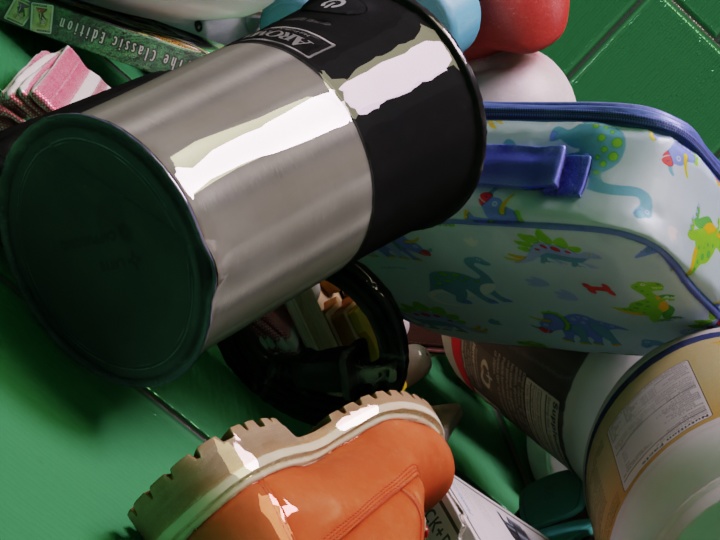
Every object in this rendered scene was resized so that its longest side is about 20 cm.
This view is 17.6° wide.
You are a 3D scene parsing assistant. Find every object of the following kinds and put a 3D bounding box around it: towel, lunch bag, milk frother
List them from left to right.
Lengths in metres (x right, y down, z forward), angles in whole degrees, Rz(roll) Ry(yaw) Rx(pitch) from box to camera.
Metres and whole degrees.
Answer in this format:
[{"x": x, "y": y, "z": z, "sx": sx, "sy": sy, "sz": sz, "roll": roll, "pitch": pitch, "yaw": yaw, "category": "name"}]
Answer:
[{"x": -0.105, "y": -0.033, "z": 1.213, "sx": 0.200, "sy": 0.030, "sz": 0.146, "roll": 45, "pitch": 11, "yaw": -9, "category": "towel"}, {"x": -0.053, "y": 0.002, "z": 1.010, "sx": 0.188, "sy": 0.180, "sz": 0.201, "roll": -30, "pitch": 104, "yaw": -44, "category": "milk frother"}, {"x": 0.085, "y": -0.023, "z": 1.122, "sx": 0.199, "sy": 0.083, "sz": 0.161, "roll": 3, "pitch": -22, "yaw": 32, "category": "lunch bag"}]

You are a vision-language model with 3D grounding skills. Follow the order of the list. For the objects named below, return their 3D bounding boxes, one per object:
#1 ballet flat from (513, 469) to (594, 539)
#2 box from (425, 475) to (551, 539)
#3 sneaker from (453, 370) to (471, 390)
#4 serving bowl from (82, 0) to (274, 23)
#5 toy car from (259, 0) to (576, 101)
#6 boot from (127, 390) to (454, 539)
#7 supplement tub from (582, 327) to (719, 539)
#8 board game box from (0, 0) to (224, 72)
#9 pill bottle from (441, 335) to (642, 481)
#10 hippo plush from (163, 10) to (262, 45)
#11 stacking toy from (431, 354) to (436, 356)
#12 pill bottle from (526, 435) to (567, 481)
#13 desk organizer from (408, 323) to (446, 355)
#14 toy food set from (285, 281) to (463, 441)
[{"x": 0.103, "y": 0.152, "z": 1.177, "sx": 0.071, "sy": 0.071, "sz": 0.200, "roll": 44, "pitch": 12, "yaw": 2, "category": "ballet flat"}, {"x": 0.090, "y": 0.175, "z": 1.030, "sx": 0.200, "sy": 0.060, "sz": 0.117, "roll": 36, "pitch": 13, "yaw": -38, "category": "box"}, {"x": 0.134, "y": -0.009, "z": 1.479, "sx": 0.067, "sy": 0.200, "sz": 0.090, "roll": 38, "pitch": 30, "yaw": -21, "category": "sneaker"}, {"x": -0.134, "y": -0.189, "z": 1.375, "sx": 0.199, "sy": 0.066, "sz": 0.200, "roll": 15, "pitch": 11, "yaw": -3, "category": "serving bowl"}, {"x": 0.066, "y": -0.117, "z": 1.463, "sx": 0.184, "sy": 0.176, "sz": 0.201, "roll": -37, "pitch": 117, "yaw": -45, "category": "toy car"}, {"x": -0.002, "y": 0.110, "z": 0.909, "sx": 0.107, "sy": 0.075, "sz": 0.200, "roll": 49, "pitch": 24, "yaw": 14, "category": "boot"}, {"x": 0.175, "y": 0.116, "z": 1.020, "sx": 0.144, "sy": 0.144, "sz": 0.200, "roll": 42, "pitch": 11, "yaw": -9, "category": "supplement tub"}, {"x": -0.106, "y": -0.126, "z": 1.358, "sx": 0.199, "sy": 0.024, "sz": 0.105, "roll": 20, "pitch": 8, "yaw": 1, "category": "board game box"}, {"x": 0.136, "y": 0.055, "z": 1.233, "sx": 0.111, "sy": 0.111, "sz": 0.200, "roll": 36, "pitch": 1, "yaw": -36, "category": "pill bottle"}, {"x": -0.088, "y": -0.162, "z": 1.564, "sx": 0.200, "sy": 0.159, "sz": 0.161, "roll": 33, "pitch": 39, "yaw": 0, "category": "hippo plush"}, {"x": 0.038, "y": -0.010, "z": 1.500, "sx": 0.116, "sy": 0.110, "sz": 0.200, "roll": 39, "pitch": 23, "yaw": -24, "category": "stacking toy"}, {"x": 0.162, "y": 0.099, "z": 1.457, "sx": 0.109, "sy": 0.109, "sz": 0.200, "roll": 44, "pitch": 11, "yaw": 2, "category": "pill bottle"}, {"x": 0.095, "y": 0.005, "z": 1.384, "sx": 0.199, "sy": 0.077, "sz": 0.072, "roll": 5, "pitch": 20, "yaw": -9, "category": "desk organizer"}, {"x": 0.000, "y": 0.000, "z": 1.240, "sx": 0.201, "sy": 0.060, "sz": 0.144, "roll": 65, "pitch": 10, "yaw": -3, "category": "toy food set"}]
